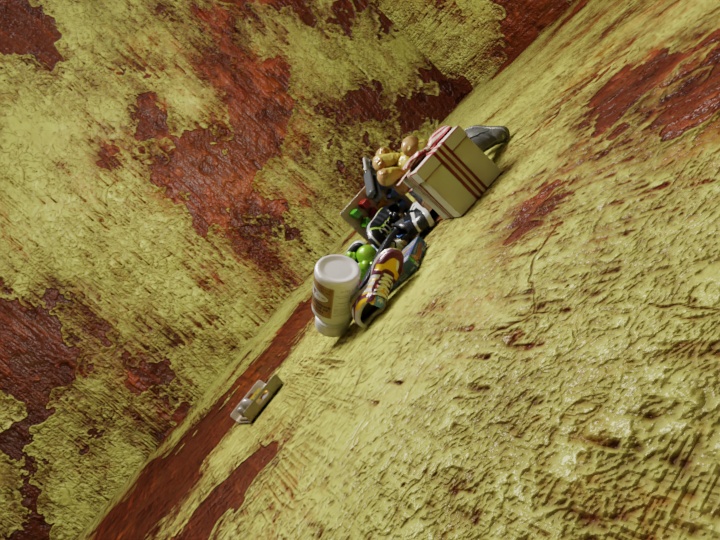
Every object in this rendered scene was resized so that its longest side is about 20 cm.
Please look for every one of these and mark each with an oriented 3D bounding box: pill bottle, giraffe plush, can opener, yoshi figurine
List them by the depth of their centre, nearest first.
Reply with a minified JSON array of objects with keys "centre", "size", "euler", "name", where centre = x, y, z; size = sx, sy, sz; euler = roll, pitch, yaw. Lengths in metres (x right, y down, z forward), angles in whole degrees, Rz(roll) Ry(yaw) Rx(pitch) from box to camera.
[{"centre":[-0.065,0.069,1.468],"size":[0.114,0.114,0.200],"euler":[-56,-19,-46],"name":"pill bottle"},{"centre":[0.008,-0.012,1.674],"size":[0.112,0.112,0.200],"euler":[-28,-6,-21],"name":"yoshi figurine"},{"centre":[0.158,-0.345,1.804],"size":[0.162,0.200,0.173],"euler":[-45,49,45],"name":"giraffe plush"},{"centre":[0.041,-0.300,1.839],"size":[0.066,0.053,0.200],"euler":[-43,35,36],"name":"can opener"}]

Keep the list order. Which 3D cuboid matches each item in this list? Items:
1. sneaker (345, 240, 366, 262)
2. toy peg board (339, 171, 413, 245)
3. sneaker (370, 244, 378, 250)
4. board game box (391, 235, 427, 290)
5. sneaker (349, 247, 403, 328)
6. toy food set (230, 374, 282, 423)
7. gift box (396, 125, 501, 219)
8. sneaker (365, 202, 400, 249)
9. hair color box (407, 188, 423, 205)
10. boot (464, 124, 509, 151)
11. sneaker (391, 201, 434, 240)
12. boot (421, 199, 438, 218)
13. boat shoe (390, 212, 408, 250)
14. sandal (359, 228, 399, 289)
[{"centre":[-0.034,0.011,1.852],"size":[0.112,0.073,0.200],"euler":[-73,7,-63],"name":"sneaker"},{"centre":[0.075,-0.185,1.884],"size":[0.199,0.200,0.098],"euler":[-47,12,-3],"name":"toy peg board"},{"centre":[0.067,-0.052,1.757],"size":[0.072,0.072,0.200],"euler":[-35,12,-2],"name":"sneaker"},{"centre":[0.081,0.009,1.496],"size":[0.200,0.034,0.135],"euler":[-43,9,33],"name":"board game box"},{"centre":[0.048,0.044,1.368],"size":[0.200,0.075,0.090],"euler":[-61,24,17],"name":"sneaker"},{"centre":[-0.314,0.373,1.715],"size":[0.144,0.060,0.200],"euler":[-52,10,-26],"name":"toy food set"},{"centre":[0.215,-0.248,1.508],"size":[0.185,0.187,0.200],"euler":[-48,9,-9],"name":"gift box"},{"centre":[0.074,-0.143,1.716],"size":[0.083,0.072,0.200],"euler":[-34,24,33],"name":"sneaker"},{"centre":[0.250,-0.281,1.782],"size":[0.200,0.102,0.061],"euler":[-47,7,-5],"name":"hair color box"},{"centre":[0.311,-0.358,1.667],"size":[0.182,0.073,0.200],"euler":[-1,30,49],"name":"boot"},{"centre":[0.138,-0.141,1.695],"size":[0.112,0.073,0.200],"euler":[-28,10,0],"name":"sneaker"},{"centre":[0.256,-0.230,1.675],"size":[0.200,0.074,0.075],"euler":[-50,22,25],"name":"boot"},{"centre":[0.127,-0.118,1.777],"size":[0.063,0.073,0.200],"euler":[-36,24,29],"name":"boat shoe"},{"centre":[0.057,-0.022,1.544],"size":[0.200,0.043,0.076],"euler":[-61,5,-21],"name":"sandal"}]
